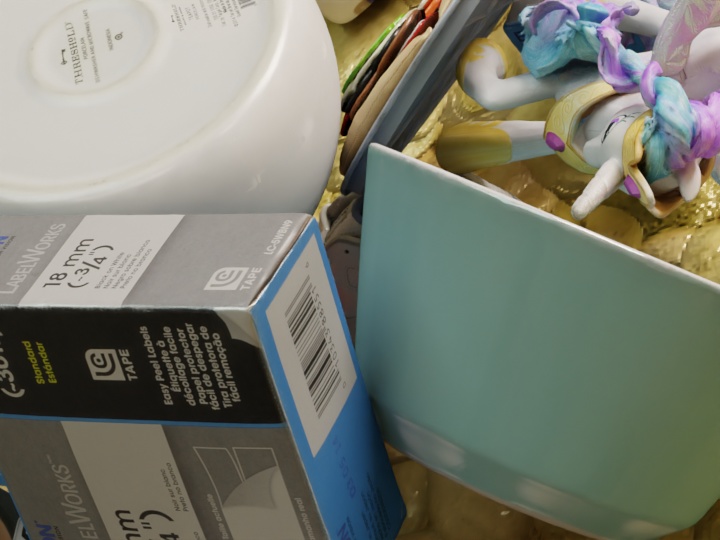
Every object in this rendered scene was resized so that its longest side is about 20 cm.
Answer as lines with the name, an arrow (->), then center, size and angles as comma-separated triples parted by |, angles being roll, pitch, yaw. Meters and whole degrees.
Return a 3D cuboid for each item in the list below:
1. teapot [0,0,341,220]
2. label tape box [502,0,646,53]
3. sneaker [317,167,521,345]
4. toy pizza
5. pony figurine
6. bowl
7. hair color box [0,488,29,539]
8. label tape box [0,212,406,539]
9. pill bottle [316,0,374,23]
teapot -> -0.092, -0.048, 0.885 | 0.196, 0.147, 0.201 | 16, 58, 27
label tape box -> 0.166, -0.185, 1.002 | 0.142, 0.066, 0.201 | -6, 54, 42
sneaker -> 0.000, 0.000, 0.974 | 0.199, 0.087, 0.075 | -23, 43, 30
toy pizza -> 0.043, -0.119, 0.897 | 0.201, 0.032, 0.200 | -54, -2, -3
pony figurine -> 0.135, -0.075, 0.824 | 0.192, 0.168, 0.200 | -23, 19, -13
bowl -> 0.076, 0.036, 0.802 | 0.200, 0.200, 0.106 | 25, 93, 52
hair color box -> -0.199, 0.142, 0.936 | 0.060, 0.199, 0.100 | -32, 37, 39
label tape box -> -0.097, 0.053, 0.783 | 0.198, 0.145, 0.063 | 0, 36, 25
pill bottle -> 0.026, -0.242, 1.150 | 0.200, 0.116, 0.116 | -40, 37, 7
